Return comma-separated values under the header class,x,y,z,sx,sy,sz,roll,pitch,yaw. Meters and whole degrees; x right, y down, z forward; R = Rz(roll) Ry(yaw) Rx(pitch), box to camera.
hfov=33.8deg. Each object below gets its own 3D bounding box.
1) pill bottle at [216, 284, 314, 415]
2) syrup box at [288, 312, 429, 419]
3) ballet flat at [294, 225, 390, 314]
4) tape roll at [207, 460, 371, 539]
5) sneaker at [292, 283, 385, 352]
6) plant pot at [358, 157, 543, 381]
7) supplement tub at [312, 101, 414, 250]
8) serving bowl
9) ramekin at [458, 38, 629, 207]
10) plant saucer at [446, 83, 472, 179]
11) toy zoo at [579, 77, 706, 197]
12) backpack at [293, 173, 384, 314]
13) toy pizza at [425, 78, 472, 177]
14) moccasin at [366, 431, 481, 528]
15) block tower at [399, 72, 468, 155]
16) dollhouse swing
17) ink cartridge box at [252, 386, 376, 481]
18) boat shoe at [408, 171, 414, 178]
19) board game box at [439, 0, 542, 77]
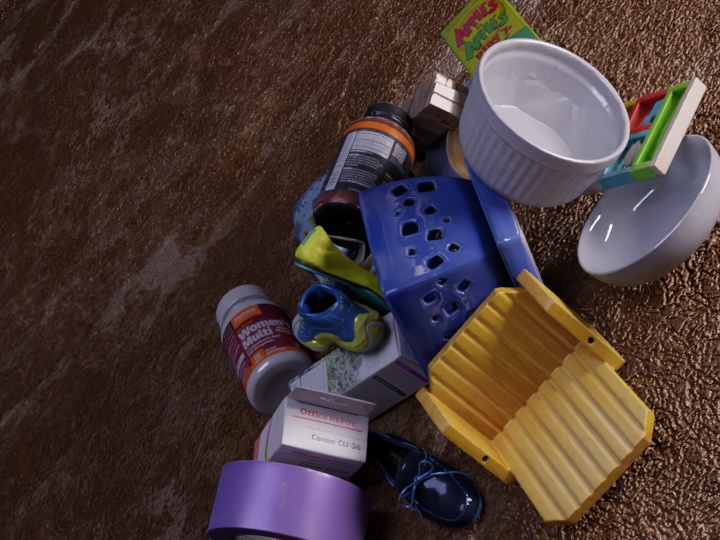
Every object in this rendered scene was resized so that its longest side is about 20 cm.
class,x,y,z,sx,sy,sz,roll,pitch,yaw
pill bottle,-0.144,0.113,1.753,0.110,0.109,0.201,-48,40,11
syrup box,0.000,0.148,1.598,0.199,0.081,0.079,-35,42,25
ballet flat,0.000,0.000,1.552,0.066,0.199,0.068,18,82,53
tape roll,-0.089,0.311,1.491,0.198,0.199,0.086,-12,56,42
sneaker,-0.051,0.053,1.581,0.199,0.105,0.076,-2,51,54
plant pot,0.122,-0.004,1.464,0.178,0.201,0.201,-24,41,7
supplement tub,0.012,-0.133,1.607,0.106,0.107,0.202,-14,43,41
serving bowl,0.343,-0.057,1.358,0.200,0.066,0.201,-44,18,19
ramekin,0.211,-0.170,1.419,0.106,0.197,0.202,120,152,-47
plant saucer,0.203,-0.201,1.596,0.199,0.035,0.203,-27,47,33
toy zoo,0.325,-0.157,1.451,0.132,0.020,0.199,-60,19,-19
backpack,-0.013,-0.047,1.713,0.163,0.153,0.201,-48,27,21
toy pizza,0.174,-0.195,1.679,0.199,0.032,0.203,-28,47,34
moccasin,0.065,0.260,1.465,0.199,0.068,0.081,20,80,51
block tower,0.090,-0.217,1.695,0.200,0.057,0.055,-28,41,66
dollhouse swing,0.195,0.149,1.332,0.200,0.181,0.176,-48,19,10
ink cartridge box,-0.062,0.225,1.521,0.201,0.115,0.068,123,157,-54
boat shoe,0.064,-0.121,1.720,0.063,0.072,0.200,-51,43,2
board game box,0.189,-0.300,1.611,0.102,0.047,0.201,-45,40,16
